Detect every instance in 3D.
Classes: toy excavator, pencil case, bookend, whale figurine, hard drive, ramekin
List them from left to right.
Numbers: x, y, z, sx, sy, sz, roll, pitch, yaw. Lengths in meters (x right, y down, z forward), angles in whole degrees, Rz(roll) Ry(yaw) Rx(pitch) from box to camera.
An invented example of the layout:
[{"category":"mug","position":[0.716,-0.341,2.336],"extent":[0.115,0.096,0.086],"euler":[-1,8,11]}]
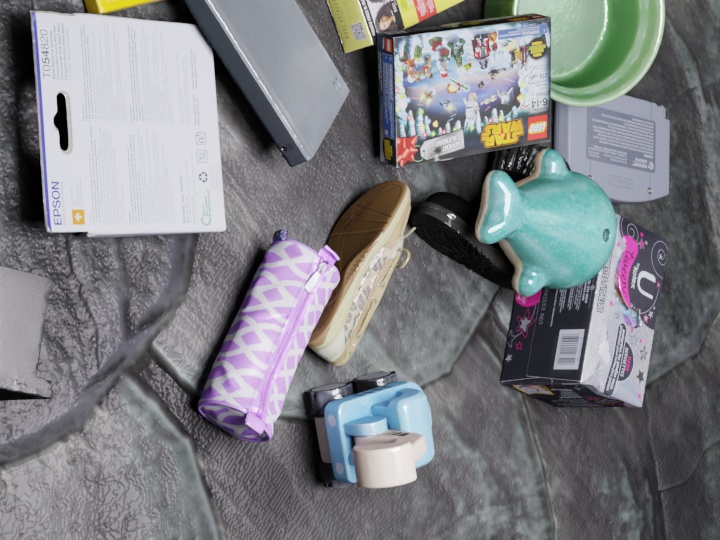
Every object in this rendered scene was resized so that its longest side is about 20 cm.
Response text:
[{"category":"bookend","position":[-0.343,-0.009,1.248],"extent":[0.198,0.092,0.202],"euler":[16,75,-42]},{"category":"hard drive","position":[-0.090,-0.220,1.505],"extent":[0.201,0.033,0.140],"euler":[57,33,-23]},{"category":"pencil case","position":[-0.083,0.066,1.484],"extent":[0.084,0.085,0.201],"euler":[38,64,-35]},{"category":"toy excavator","position":[0.025,0.161,1.497],"extent":[0.193,0.199,0.101],"euler":[-13,95,-42]},{"category":"whale figurine","position":[0.200,-0.049,1.630],"extent":[0.199,0.103,0.161],"euler":[17,84,-52]},{"category":"ramekin","position":[0.237,-0.290,1.756],"extent":[0.198,0.098,0.202],"euler":[-5,102,-23]}]

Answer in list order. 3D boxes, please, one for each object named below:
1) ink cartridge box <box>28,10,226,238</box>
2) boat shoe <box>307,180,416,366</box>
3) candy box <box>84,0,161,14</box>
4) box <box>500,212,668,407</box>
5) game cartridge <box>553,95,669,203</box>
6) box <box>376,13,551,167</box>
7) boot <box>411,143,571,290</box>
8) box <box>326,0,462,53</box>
[{"category":"ink cartridge box","position":[-0.217,-0.130,1.404],"extent":[0.199,0.040,0.202],"euler":[-1,86,-43]},{"category":"boat shoe","position":[0.000,0.000,1.580],"extent":[0.063,0.073,0.201],"euler":[42,71,-39]},{"category":"candy box","position":[-0.232,-0.342,1.418],"extent":[0.102,0.026,0.202],"euler":[-22,102,-38]},{"category":"box","position":[0.259,0.048,1.764],"extent":[0.114,0.132,0.202],"euler":[22,73,-37]},{"category":"game cartridge","position":[0.307,-0.150,1.889],"extent":[0.199,0.040,0.135],"euler":[8,78,-42]},{"category":"box","position":[0.112,-0.193,1.635],"extent":[0.199,0.040,0.138],"euler":[-12,111,-27]},{"category":"boot","position":[0.146,-0.083,1.704],"extent":[0.211,0.079,0.159],"euler":[31,73,-48]},{"category":"box","position":[0.052,-0.303,1.656],"extent":[0.199,0.050,0.076],"euler":[-31,107,-40]}]
